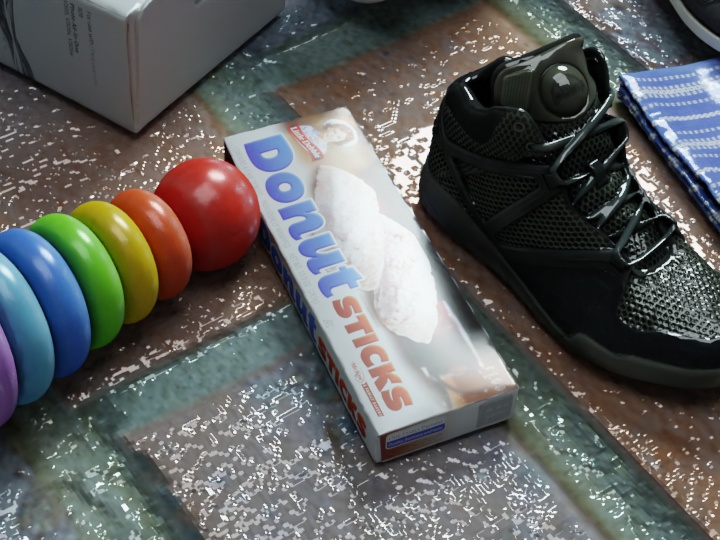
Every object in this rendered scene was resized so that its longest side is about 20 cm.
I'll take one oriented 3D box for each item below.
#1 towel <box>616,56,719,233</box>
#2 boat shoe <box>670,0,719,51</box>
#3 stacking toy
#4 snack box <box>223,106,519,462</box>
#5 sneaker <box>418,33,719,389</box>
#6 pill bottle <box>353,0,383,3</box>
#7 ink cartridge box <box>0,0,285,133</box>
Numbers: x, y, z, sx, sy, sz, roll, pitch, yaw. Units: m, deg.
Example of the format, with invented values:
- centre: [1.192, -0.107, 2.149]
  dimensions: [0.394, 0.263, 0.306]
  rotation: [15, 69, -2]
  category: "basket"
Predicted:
- centre: [0.241, -0.054, 0.810]
  dimensions: [0.143, 0.024, 0.201]
  rotation: [-15, 50, -18]
  category: "towel"
- centre: [0.214, -0.184, 0.890]
  dimensions: [0.073, 0.061, 0.201]
  rotation: [-12, 43, -18]
  category: "boat shoe"
- centre: [-0.125, 0.005, 0.697]
  dimensions: [0.199, 0.086, 0.085]
  rotation: [-28, 55, -34]
  category: "stacking toy"
- centre: [0.000, 0.000, 0.741]
  dimensions: [0.071, 0.024, 0.201]
  rotation: [-16, 51, -17]
  category: "snack box"
- centre: [0.108, -0.032, 0.720]
  dimensions: [0.076, 0.115, 0.199]
  rotation: [-31, 58, -27]
  category: "sneaker"
- centre: [0.049, -0.242, 0.908]
  dimensions: [0.112, 0.114, 0.200]
  rotation: [29, 52, 21]
  category: "pill bottle"
- centre: [-0.158, -0.181, 0.855]
  dimensions: [0.199, 0.085, 0.146]
  rotation: [28, 51, 20]
  category: "ink cartridge box"
